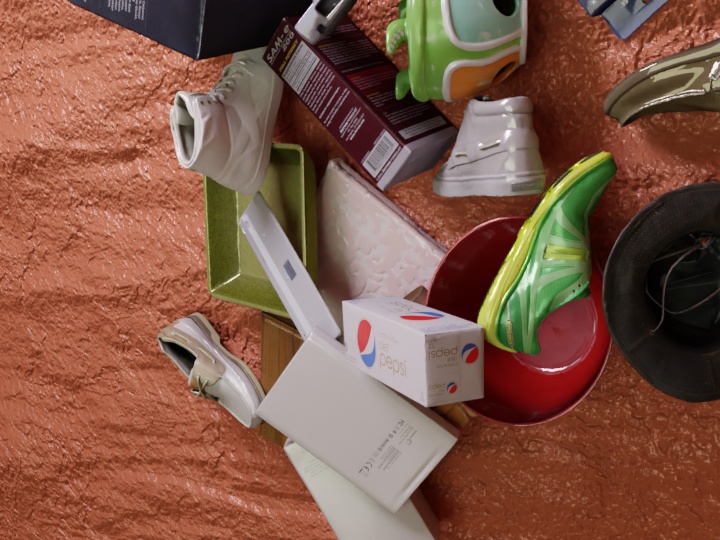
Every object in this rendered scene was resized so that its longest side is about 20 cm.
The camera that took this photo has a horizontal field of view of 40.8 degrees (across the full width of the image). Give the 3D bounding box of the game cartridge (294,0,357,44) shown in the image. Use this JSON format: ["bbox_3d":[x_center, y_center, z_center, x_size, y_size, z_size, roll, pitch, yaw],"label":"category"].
[{"bbox_3d":[0.014,-0.313,0.939,0.038,0.130,0.200,38,110,-11],"label":"game cartridge"}]

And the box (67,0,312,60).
[{"bbox_3d":[-0.180,-0.327,1.052,0.198,0.196,0.119,27,121,24],"label":"box"}]

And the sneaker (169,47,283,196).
[{"bbox_3d":[-0.152,-0.198,1.088,0.073,0.114,0.204,-10,70,43],"label":"sneaker"}]

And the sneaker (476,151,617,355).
[{"bbox_3d":[0.181,-0.014,0.886,0.083,0.074,0.202,30,98,4],"label":"sneaker"}]

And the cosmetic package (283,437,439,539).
[{"bbox_3d":[0.004,0.262,1.172,0.106,0.085,0.202,-29,95,8],"label":"cosmetic package"}]

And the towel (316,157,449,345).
[{"bbox_3d":[0.000,0.000,1.148,0.190,0.032,0.202,39,125,17],"label":"towel"}]

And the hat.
[{"bbox_3d":[0.304,0.016,0.897,0.196,0.081,0.205,-1,100,-7],"label":"hat"}]

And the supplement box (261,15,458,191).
[{"bbox_3d":[0.000,-0.186,1.032,0.201,0.108,0.061,49,127,12],"label":"supplement box"}]

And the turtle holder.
[{"bbox_3d":[0.096,-0.255,0.939,0.129,0.188,0.142,0,144,9],"label":"turtle holder"}]

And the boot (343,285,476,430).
[{"bbox_3d":[0.053,0.128,1.104,0.199,0.074,0.155,-37,98,34],"label":"boot"}]

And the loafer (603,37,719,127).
[{"bbox_3d":[0.307,-0.165,0.845,0.198,0.076,0.069,-22,88,38],"label":"loafer"}]

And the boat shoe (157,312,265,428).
[{"bbox_3d":[-0.198,0.141,1.288,0.200,0.068,0.076,42,136,32],"label":"boat shoe"}]

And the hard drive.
[{"bbox_3d":[-0.005,0.170,1.087,0.199,0.026,0.133,36,116,-2],"label":"hard drive"}]

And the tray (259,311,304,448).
[{"bbox_3d":[-0.082,0.148,1.237,0.097,0.037,0.203,24,127,26],"label":"tray"}]

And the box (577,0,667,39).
[{"bbox_3d":[0.217,-0.324,0.880,0.121,0.032,0.201,-42,82,37],"label":"box"}]

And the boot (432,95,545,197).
[{"bbox_3d":[0.124,-0.123,0.955,0.200,0.072,0.098,-168,73,-71],"label":"boot"}]

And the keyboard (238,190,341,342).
[{"bbox_3d":[-0.083,0.004,1.111,0.056,0.011,0.202,-46,66,36],"label":"keyboard"}]

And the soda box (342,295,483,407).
[{"bbox_3d":[0.046,0.074,0.950,0.199,0.062,0.070,-162,69,-67],"label":"soda box"}]

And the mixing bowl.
[{"bbox_3d":[0.175,0.051,0.978,0.197,0.108,0.205,-2,86,32],"label":"mixing bowl"}]

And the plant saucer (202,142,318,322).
[{"bbox_3d":[-0.114,-0.056,1.171,0.198,0.047,0.204,11,106,45],"label":"plant saucer"}]
